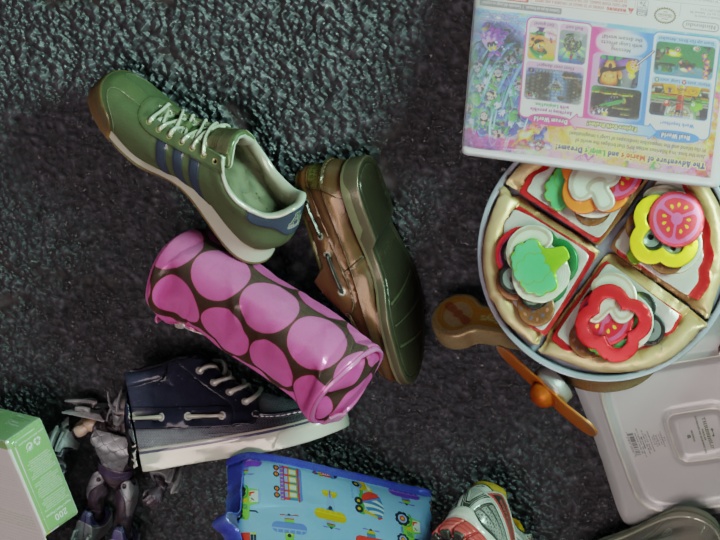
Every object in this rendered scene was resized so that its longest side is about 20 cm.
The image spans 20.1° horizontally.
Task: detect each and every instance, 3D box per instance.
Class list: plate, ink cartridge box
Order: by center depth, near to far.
[{"bbox_3d":[0.282,0.128,1.678,0.199,0.032,0.200,-11,117,23],"label":"plate"},{"bbox_3d":[-0.318,0.222,1.868,0.145,0.048,0.201,7,123,46],"label":"ink cartridge box"}]

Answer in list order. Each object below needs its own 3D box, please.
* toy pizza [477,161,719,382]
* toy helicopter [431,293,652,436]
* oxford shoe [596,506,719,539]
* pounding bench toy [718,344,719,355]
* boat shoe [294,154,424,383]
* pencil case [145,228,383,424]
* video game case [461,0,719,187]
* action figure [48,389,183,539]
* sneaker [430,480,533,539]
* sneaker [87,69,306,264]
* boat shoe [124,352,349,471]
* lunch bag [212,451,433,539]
[{"bbox_3d":[0.187,-0.015,1.558,0.199,0.032,0.202,-1,86,12],"label":"toy pizza"},{"bbox_3d":[0.145,0.058,1.625,0.199,0.133,0.079,6,148,28],"label":"toy helicopter"},{"bbox_3d":[0.233,0.264,1.746,0.075,0.058,0.200,33,140,-15],"label":"oxford shoe"},{"bbox_3d":[0.389,0.087,1.529,0.199,0.156,0.125,31,109,-4],"label":"pounding bench toy"},{"bbox_3d":[0.000,0.000,1.670,0.068,0.072,0.201,-6,110,25],"label":"boat shoe"},{"bbox_3d":[-0.081,0.050,1.670,0.200,0.091,0.094,34,110,22],"label":"pencil case"},{"bbox_3d":[0.180,-0.163,1.514,0.199,0.024,0.183,8,110,12],"label":"video game case"},{"bbox_3d":[-0.224,0.194,1.854,0.129,0.069,0.201,20,121,18],"label":"action figure"},{"bbox_3d":[0.129,0.263,1.783,0.077,0.082,0.201,12,143,32],"label":"sneaker"},{"bbox_3d":[-0.122,-0.098,1.626,0.200,0.067,0.090,45,142,-7],"label":"sneaker"},{"bbox_3d":[-0.114,0.113,1.769,0.199,0.075,0.093,-11,92,3],"label":"boat shoe"},{"bbox_3d":[-0.037,0.242,1.726,0.199,0.151,0.094,24,137,-32],"label":"lunch bag"}]
